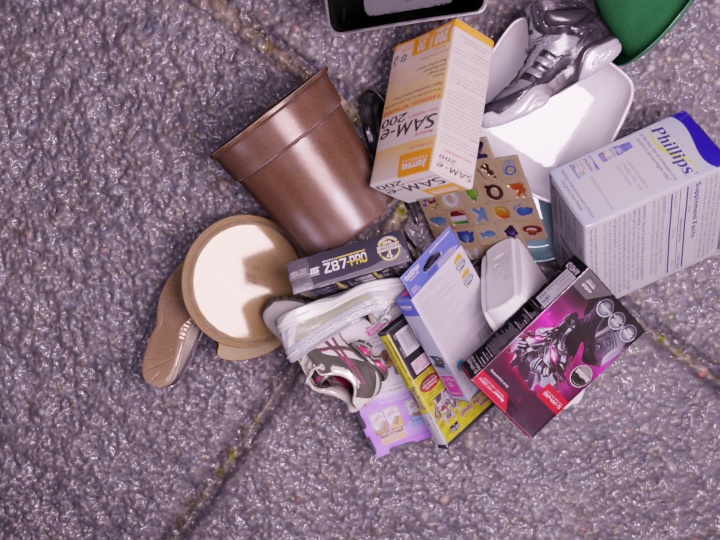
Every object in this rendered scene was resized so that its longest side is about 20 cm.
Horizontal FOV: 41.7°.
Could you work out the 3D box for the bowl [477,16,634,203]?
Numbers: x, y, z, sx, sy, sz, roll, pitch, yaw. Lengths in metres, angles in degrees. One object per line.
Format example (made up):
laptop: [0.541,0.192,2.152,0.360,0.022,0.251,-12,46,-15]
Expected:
bowl: [0.240,-0.209,1.261,0.198,0.075,0.202,30,100,0]

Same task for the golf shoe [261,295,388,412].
golf shoe: [-0.057,0.109,1.280,0.198,0.088,0.078,33,130,5]

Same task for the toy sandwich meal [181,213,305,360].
toy sandwich meal: [-0.165,0.021,1.351,0.202,0.070,0.209,-1,92,-20]

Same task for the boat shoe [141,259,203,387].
boat shoe: [-0.260,0.074,1.386,0.071,0.065,0.203,16,82,11]

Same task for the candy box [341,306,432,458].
candy box: [0.060,0.141,1.361,0.166,0.072,0.203,-22,97,9]

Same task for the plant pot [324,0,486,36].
plant pot: [0.051,-0.413,1.222,0.196,0.177,0.204,-7,99,6]

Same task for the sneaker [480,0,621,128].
sneaker: [0.217,-0.267,1.182,0.198,0.075,0.115,-31,94,3]

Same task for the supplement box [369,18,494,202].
supplement box: [0.090,-0.198,1.197,0.073,0.125,0.203,19,73,-34]

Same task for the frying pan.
frying pan: [0.048,-0.166,1.277,0.031,0.116,0.191,-20,55,-19]

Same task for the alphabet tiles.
alphabet tiles: [0.158,-0.090,1.286,0.164,0.006,0.202,-6,126,32]

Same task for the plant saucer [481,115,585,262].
plant saucer: [0.244,-0.114,1.326,0.196,0.027,0.204,1,98,6]

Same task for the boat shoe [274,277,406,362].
boat shoe: [-0.011,0.060,1.245,0.199,0.074,0.066,-18,81,-12]

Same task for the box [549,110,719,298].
box: [0.356,-0.074,1.221,0.197,0.185,0.106,-23,52,-2]

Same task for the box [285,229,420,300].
box: [0.000,0.000,1.279,0.159,0.200,0.050,-17,82,8]

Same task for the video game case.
video game case: [0.136,0.112,1.305,0.199,0.025,0.183,-35,101,-32]

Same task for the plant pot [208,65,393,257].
plant pot: [-0.068,-0.135,1.277,0.199,0.201,0.199,-35,101,10]

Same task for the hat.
hat: [0.314,-0.381,1.200,0.175,0.200,0.167,36,99,-11]

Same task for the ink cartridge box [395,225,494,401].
ink cartridge box: [0.121,0.057,1.250,0.119,0.042,0.202,-44,116,-32]

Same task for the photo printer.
photo printer: [0.238,0.076,1.270,0.069,0.167,0.201,-28,113,22]

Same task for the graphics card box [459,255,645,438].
graphics card box: [0.237,0.096,1.165,0.200,0.051,0.125,-44,111,6]
